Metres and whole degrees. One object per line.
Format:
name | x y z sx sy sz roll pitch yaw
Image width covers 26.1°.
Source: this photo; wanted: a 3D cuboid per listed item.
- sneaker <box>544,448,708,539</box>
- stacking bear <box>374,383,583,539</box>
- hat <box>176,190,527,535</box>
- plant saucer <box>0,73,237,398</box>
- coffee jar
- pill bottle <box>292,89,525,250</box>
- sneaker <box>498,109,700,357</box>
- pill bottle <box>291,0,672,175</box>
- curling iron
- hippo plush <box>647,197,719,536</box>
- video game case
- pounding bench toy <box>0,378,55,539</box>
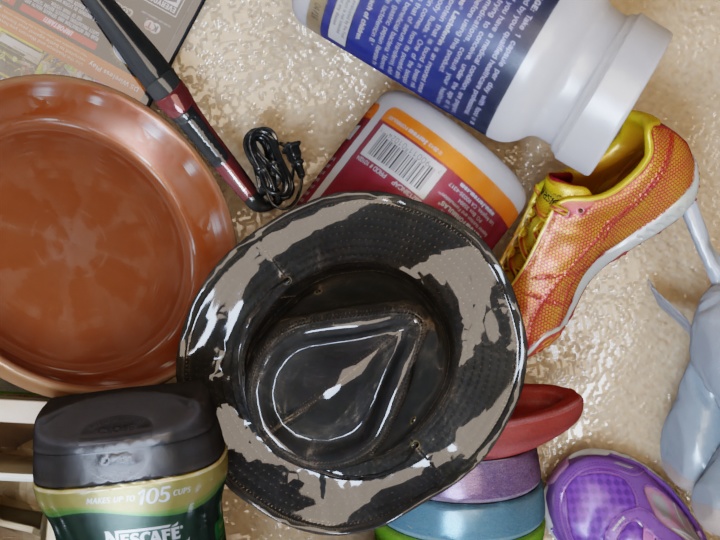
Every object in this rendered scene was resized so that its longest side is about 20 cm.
sneaker | 0.200 0.193 0.979 0.080 0.088 0.200 -44 94 -2
stacking bear | 0.062 0.174 0.954 0.121 0.114 0.201 9 105 33
hat | -0.007 0.050 0.841 0.199 0.081 0.202 0 89 2
plant saucer | -0.166 -0.019 0.898 0.199 0.032 0.201 14 60 -26
coffee jar | -0.115 0.161 0.834 0.104 0.085 0.201 -7 100 -1
pill bottle | 0.000 0.000 0.941 0.113 0.113 0.200 38 88 -6
sneaker | 0.118 -0.018 0.959 0.200 0.073 0.077 -48 120 3
pill bottle | 0.070 -0.145 0.891 0.199 0.116 0.116 32 88 5
curling iron | -0.109 -0.113 0.950 0.200 0.026 0.050 44 64 -5
hippo plush | 0.283 0.078 0.966 0.160 0.201 0.160 -2 136 -17
video game case | -0.220 -0.145 0.957 0.199 0.025 0.181 28 88 -7
pounding bench toy | -0.195 0.147 0.916 0.199 0.124 0.157 4 91 -6
